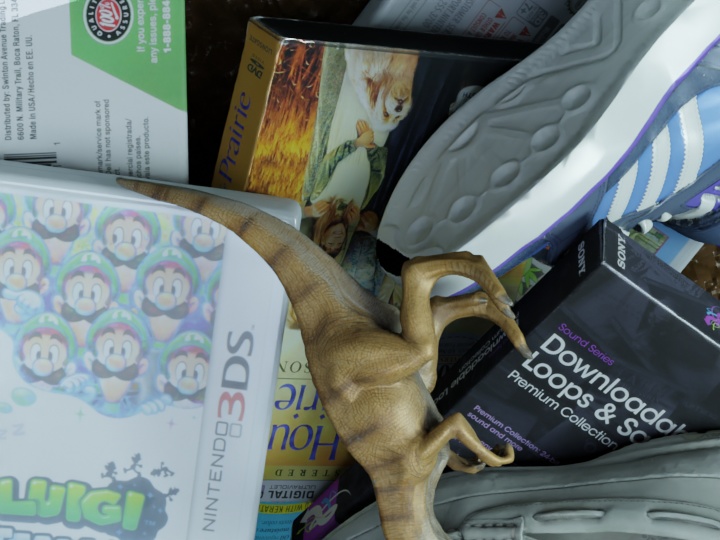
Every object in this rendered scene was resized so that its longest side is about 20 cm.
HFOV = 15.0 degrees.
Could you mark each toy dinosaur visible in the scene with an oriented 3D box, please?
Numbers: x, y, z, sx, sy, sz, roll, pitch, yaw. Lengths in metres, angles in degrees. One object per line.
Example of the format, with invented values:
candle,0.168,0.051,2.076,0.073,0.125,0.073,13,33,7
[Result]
toy dinosaur,0.002,0.027,1.001,0.106,0.060,0.200,-29,90,0

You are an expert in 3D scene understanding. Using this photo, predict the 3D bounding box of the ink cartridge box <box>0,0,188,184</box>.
ink cartridge box,-0.169,-0.076,1.080,0.199,0.084,0.145,-2,115,-6

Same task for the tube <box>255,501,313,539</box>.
tube,-0.043,0.112,1.200,0.077,0.050,0.201,-3,118,-28

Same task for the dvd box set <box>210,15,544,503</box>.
dvd box set,0.000,0.000,1.111,0.146,0.029,0.201,3,112,-32

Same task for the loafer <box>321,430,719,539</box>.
loafer,0.067,0.113,1.047,0.199,0.070,0.070,-17,121,16

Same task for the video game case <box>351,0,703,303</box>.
video game case,0.082,-0.070,1.150,0.182,0.023,0.200,33,105,-19

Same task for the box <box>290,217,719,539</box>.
box,0.086,0.086,1.090,0.143,0.036,0.200,33,120,-18

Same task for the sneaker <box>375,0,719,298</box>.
sneaker,0.115,-0.029,1.094,0.200,0.081,0.147,-46,126,-7

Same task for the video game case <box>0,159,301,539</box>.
video game case,-0.133,0.047,1.066,0.199,0.024,0.183,7,110,-4
